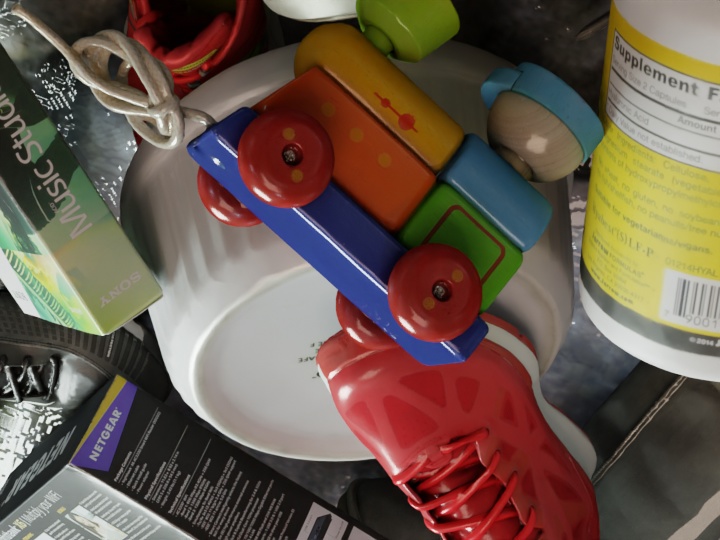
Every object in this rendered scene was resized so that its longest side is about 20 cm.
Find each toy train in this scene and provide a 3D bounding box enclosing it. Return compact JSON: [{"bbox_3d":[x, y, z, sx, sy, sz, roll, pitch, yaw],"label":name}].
[{"bbox_3d":[-0.012,-0.068,0.752,0.200,0.116,0.085,42,166,-9],"label":"toy train"}]

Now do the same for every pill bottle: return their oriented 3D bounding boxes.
[{"bbox_3d":[0.145,-0.069,0.779,0.110,0.112,0.201,8,122,6],"label":"pill bottle"}]

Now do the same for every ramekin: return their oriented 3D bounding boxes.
[{"bbox_3d":[0.000,0.000,0.885,0.201,0.095,0.203,-7,144,-5],"label":"ramekin"}]

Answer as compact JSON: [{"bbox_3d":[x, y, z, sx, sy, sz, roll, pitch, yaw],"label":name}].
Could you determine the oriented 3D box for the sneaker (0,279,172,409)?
[{"bbox_3d":[-0.190,0.040,1.004,0.199,0.091,0.067,21,130,-5],"label":"sneaker"}]

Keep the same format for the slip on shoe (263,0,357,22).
[{"bbox_3d":[0.055,-0.140,0.815,0.199,0.076,0.061,-25,141,6],"label":"slip on shoe"}]

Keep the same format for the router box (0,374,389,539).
[{"bbox_3d":[-0.094,0.137,1.034,0.157,0.052,0.200,32,152,-12],"label":"router box"}]

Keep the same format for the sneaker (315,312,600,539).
[{"bbox_3d":[0.056,0.097,0.851,0.078,0.116,0.200,-28,144,22],"label":"sneaker"}]

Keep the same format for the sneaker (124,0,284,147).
[{"bbox_3d":[-0.073,-0.099,0.874,0.076,0.085,0.201,8,128,7],"label":"sneaker"}]

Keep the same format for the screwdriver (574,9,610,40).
[{"bbox_3d":[0.167,-0.141,0.828,0.029,0.028,0.200,20,136,-42],"label":"screwdriver"}]

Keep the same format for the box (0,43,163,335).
[{"bbox_3d":[-0.167,-0.066,0.872,0.201,0.036,0.144,56,164,-14],"label":"box"}]

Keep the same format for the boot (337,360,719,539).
[{"bbox_3d":[0.095,0.100,0.990,0.072,0.182,0.201,5,124,-50],"label":"boot"}]
